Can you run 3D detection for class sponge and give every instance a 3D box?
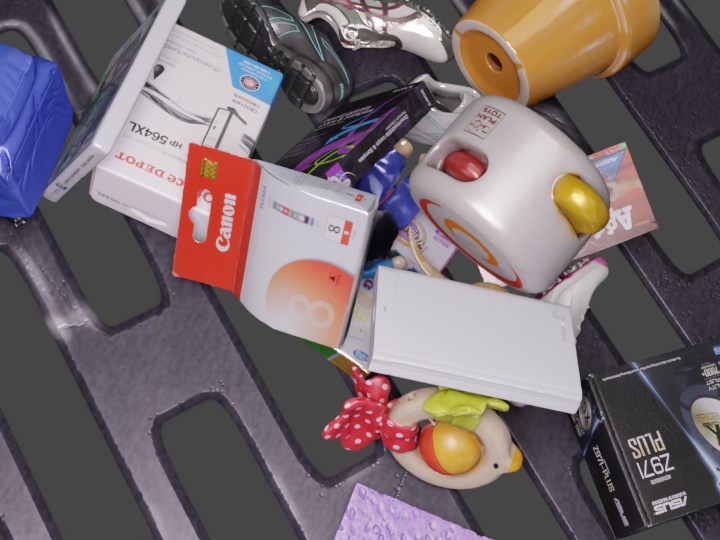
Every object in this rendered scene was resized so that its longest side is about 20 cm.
[{"bbox_3d":[0.065,0.302,1.073,0.199,0.030,0.112,22,65,1],"label":"sponge"}]

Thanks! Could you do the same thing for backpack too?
[{"bbox_3d":[-0.423,-0.170,1.112,0.199,0.168,0.163,13,58,5],"label":"backpack"}]

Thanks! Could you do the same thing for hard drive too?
[{"bbox_3d":[0.108,0.064,1.031,0.199,0.026,0.132,12,40,-6],"label":"hard drive"}]

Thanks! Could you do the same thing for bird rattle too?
[{"bbox_3d":[0.071,0.162,1.073,0.163,0.199,0.113,52,29,-20],"label":"bird rattle"}]

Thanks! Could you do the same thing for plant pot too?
[{"bbox_3d":[0.214,-0.286,1.258,0.183,0.200,0.200,-40,79,-18],"label":"plant pot"}]

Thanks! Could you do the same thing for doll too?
[{"bbox_3d":[0.000,-0.054,1.156,0.136,0.049,0.200,35,71,6],"label":"doll"}]

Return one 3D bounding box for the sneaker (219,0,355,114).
[{"bbox_3d":[-0.088,-0.267,1.274,0.200,0.075,0.079,49,48,10],"label":"sneaker"}]

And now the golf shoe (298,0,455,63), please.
[{"bbox_3d":[0.020,-0.294,1.298,0.199,0.077,0.088,31,79,4],"label":"golf shoe"}]

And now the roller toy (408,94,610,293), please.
[{"bbox_3d":[0.154,-0.082,1.089,0.182,0.200,0.140,40,85,4],"label":"roller toy"}]

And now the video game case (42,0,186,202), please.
[{"bbox_3d":[-0.264,-0.182,1.140,0.023,0.182,0.201,30,63,-22],"label":"video game case"}]

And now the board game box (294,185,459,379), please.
[{"bbox_3d":[0.000,0.000,1.182,0.153,0.040,0.200,36,66,6],"label":"board game box"}]

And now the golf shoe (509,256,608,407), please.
[{"bbox_3d":[0.210,0.067,1.181,0.200,0.075,0.092,-40,87,-14],"label":"golf shoe"}]

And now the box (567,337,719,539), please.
[{"bbox_3d":[0.341,0.174,1.144,0.199,0.086,0.165,-13,71,-15],"label":"box"}]

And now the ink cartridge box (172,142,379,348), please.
[{"bbox_3d":[-0.093,-0.025,1.071,0.199,0.163,0.050,16,30,4],"label":"ink cartridge box"}]

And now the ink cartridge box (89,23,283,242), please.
[{"bbox_3d":[-0.189,-0.148,1.180,0.145,0.084,0.201,23,64,-9],"label":"ink cartridge box"}]

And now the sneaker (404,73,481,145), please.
[{"bbox_3d":[0.136,-0.167,1.257,0.199,0.080,0.071,19,64,-3],"label":"sneaker"}]

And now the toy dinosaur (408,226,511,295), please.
[{"bbox_3d":[0.116,0.043,1.127,0.199,0.058,0.101,28,53,8],"label":"toy dinosaur"}]

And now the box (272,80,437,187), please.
[{"bbox_3d":[-0.025,-0.131,1.163,0.200,0.142,0.036,-45,115,-36],"label":"box"}]

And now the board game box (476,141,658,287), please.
[{"bbox_3d":[0.216,-0.058,1.189,0.199,0.019,0.104,-21,87,6],"label":"board game box"}]
